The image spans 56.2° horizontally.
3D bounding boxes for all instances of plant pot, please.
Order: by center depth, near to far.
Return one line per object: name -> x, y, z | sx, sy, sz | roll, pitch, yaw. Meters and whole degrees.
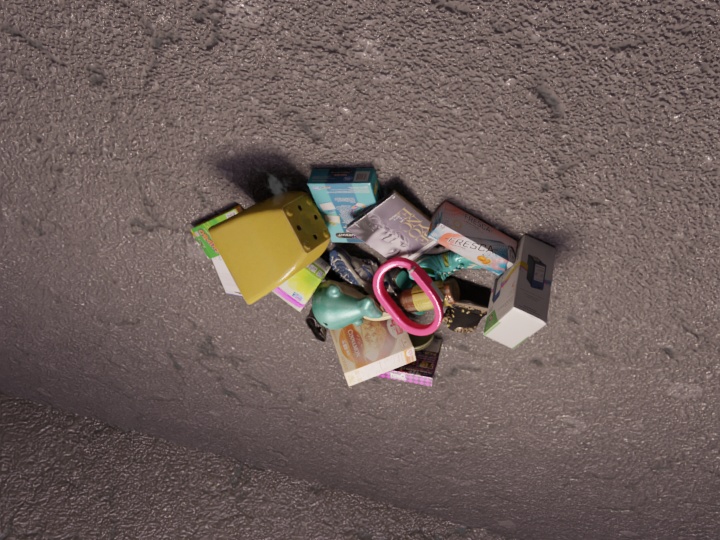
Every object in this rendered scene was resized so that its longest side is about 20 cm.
plant pot -> -0.185, -0.073, 1.538 | 0.198, 0.194, 0.198 | -22, 99, 36

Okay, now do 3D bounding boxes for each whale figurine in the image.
whale figurine -> -0.040, 0.099, 1.710 | 0.197, 0.105, 0.160 | 7, 143, 39

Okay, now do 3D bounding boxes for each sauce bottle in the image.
sauce bottle -> 0.144, 0.066, 1.644 | 0.197, 0.067, 0.066 | -12, 137, 33

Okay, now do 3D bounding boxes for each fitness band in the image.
fitness band -> 0.115, 0.063, 1.594 | 0.143, 0.037, 0.201 | -35, 96, 36

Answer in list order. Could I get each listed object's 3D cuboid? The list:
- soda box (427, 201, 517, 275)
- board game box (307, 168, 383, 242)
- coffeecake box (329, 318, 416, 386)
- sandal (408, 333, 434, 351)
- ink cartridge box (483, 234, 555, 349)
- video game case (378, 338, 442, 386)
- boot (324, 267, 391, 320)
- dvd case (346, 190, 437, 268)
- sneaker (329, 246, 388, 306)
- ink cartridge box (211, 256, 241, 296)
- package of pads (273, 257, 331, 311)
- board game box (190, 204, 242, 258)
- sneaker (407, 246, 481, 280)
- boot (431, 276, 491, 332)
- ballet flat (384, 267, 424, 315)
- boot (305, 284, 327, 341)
soda box -> 0.249, -0.070, 1.499 | 0.197, 0.069, 0.064 | 27, 146, -12
board game box -> -0.020, -0.145, 1.535 | 0.148, 0.048, 0.202 | 3, 144, 19
coffeecake box -> 0.032, 0.199, 1.831 | 0.196, 0.155, 0.074 | -20, 142, -4
sandal -> 0.112, 0.176, 1.911 | 0.196, 0.081, 0.058 | 10, 132, 12
ink cartridge box -> 0.355, 0.047, 1.504 | 0.086, 0.203, 0.146 | 24, 147, -6
video game case -> 0.122, 0.242, 1.907 | 0.195, 0.182, 0.036 | 8, 121, 12
boot -> 0.004, 0.057, 1.791 | 0.196, 0.073, 0.156 | 7, 143, 20
dvd case -> 0.085, -0.088, 1.532 | 0.148, 0.016, 0.199 | -34, 133, 28
sneaker -> 0.000, 0.000, 1.708 | 0.200, 0.086, 0.076 | 47, 155, -27
ink cartridge box -> -0.355, 0.002, 1.903 | 0.097, 0.040, 0.202 | 10, 144, 11
package of pads -> -0.178, 0.003, 1.771 | 0.154, 0.069, 0.200 | 38, 143, -1
board game box -> -0.355, -0.096, 1.746 | 0.197, 0.030, 0.097 | -18, 110, 38
sneaker -> 0.204, -0.010, 1.597 | 0.196, 0.081, 0.078 | -5, 141, 29
boot -> 0.239, 0.089, 1.735 | 0.195, 0.074, 0.152 | 13, 147, -4
ballet flat -> 0.112, 0.044, 1.738 | 0.072, 0.074, 0.200 | -3, 147, 28
boot -> -0.092, 0.148, 1.906 | 0.069, 0.134, 0.200 | -9, 138, 33
